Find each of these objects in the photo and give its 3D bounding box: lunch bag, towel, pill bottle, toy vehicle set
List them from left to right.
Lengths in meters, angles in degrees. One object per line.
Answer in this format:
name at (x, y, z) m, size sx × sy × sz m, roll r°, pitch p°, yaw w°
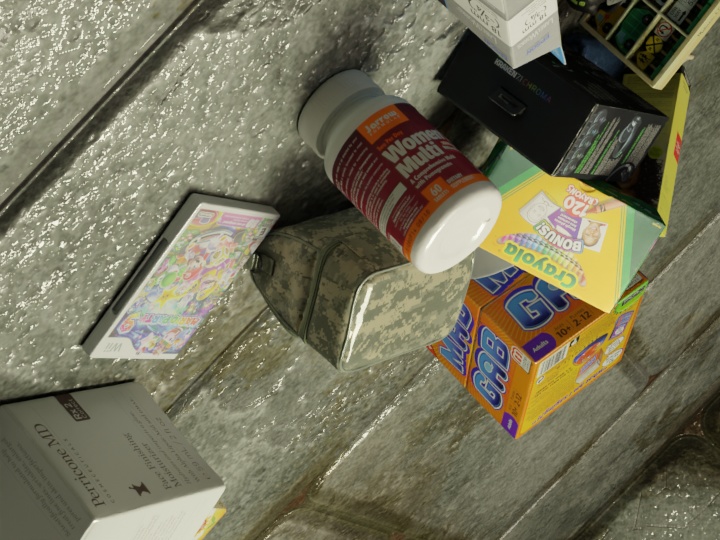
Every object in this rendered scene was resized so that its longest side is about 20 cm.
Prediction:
lunch bag at (0.000, 0.000, 1.665) m, size 0.200 × 0.168 × 0.140 m, roll -18°, pitch 134°, yaw -42°
pill bottle at (0.035, -0.099, 1.518) m, size 0.109 × 0.200 × 0.110 m, roll -35°, pitch 154°, yaw -20°
towel at (0.292, -0.220, 1.872) m, size 0.200 × 0.049 × 0.112 m, roll 4°, pitch 122°, yaw -47°
toy vehicle set at (0.350, -0.319, 1.751) m, size 0.200 × 0.124 × 0.026 m, roll -54°, pitch 154°, yaw 20°

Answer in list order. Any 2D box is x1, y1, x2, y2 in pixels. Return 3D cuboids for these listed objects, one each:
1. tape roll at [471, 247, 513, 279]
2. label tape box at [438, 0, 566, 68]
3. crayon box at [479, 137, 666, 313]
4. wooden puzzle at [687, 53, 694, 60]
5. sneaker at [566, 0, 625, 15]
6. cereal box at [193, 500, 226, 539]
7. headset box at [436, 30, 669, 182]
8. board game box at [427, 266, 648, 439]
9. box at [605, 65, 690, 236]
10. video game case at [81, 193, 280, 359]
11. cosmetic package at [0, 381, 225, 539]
tape roll at (0.188, -0.073, 1.835) m, size 0.200 × 0.066 × 0.200 m, roll -32°, pitch -169°, yaw 7°
label tape box at (0.114, -0.263, 1.451) m, size 0.063 × 0.144 × 0.200 m, roll -41°, pitch 155°, yaw -7°
crayon box at (0.213, -0.053, 1.702) m, size 0.119 × 0.200 × 0.058 m, roll -60°, pitch -170°, yaw 19°
wooden puzzle at (0.338, -0.203, 2.023) m, size 0.185 × 0.037 × 0.200 m, roll -6°, pitch 135°, yaw -55°
sneaker at (0.249, -0.314, 1.668) m, size 0.083 × 0.071 × 0.199 m, roll -57°, pitch 156°, yaw 13°
cereal box at (-0.265, 0.330, 1.927) m, size 0.144 × 0.040 × 0.200 m, roll -48°, pitch 155°, yaw 8°
headset box at (0.205, -0.180, 1.681) m, size 0.200 × 0.174 × 0.093 m, roll -2°, pitch 127°, yaw -57°
board game box at (0.220, 0.053, 2.045) m, size 0.200 × 0.200 × 0.200 m, roll -34°, pitch 153°, yaw -23°
box at (0.327, -0.138, 1.797) m, size 0.050 × 0.075 × 0.201 m, roll 48°, pitch 50°, yaw -54°
video game case at (-0.179, 0.010, 1.581) m, size 0.200 × 0.018 × 0.143 m, roll -52°, pitch 155°, yaw 17°
cosmetic package at (-0.283, 0.236, 1.599) m, size 0.200 × 0.165 × 0.165 m, roll -6°, pitch 136°, yaw -55°
